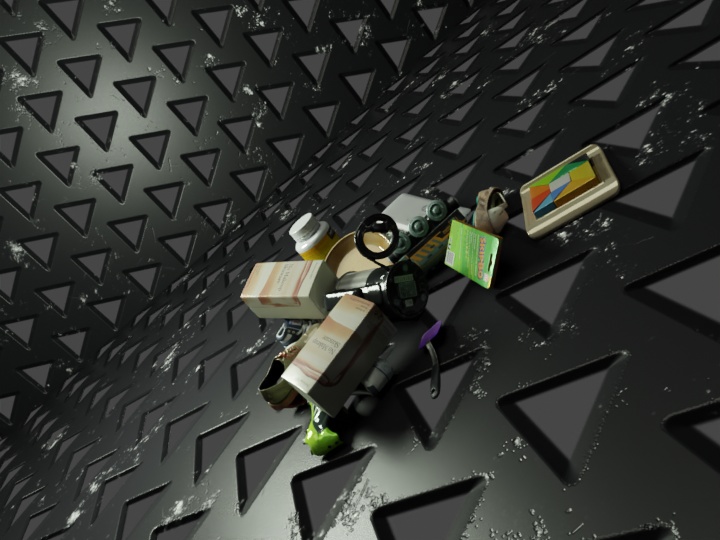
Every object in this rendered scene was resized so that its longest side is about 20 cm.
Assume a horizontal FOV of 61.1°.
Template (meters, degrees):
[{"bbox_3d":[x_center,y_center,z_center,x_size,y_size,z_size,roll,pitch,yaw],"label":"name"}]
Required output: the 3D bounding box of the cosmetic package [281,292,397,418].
[{"bbox_3d":[-0.038,0.151,1.117,0.103,0.087,0.201,15,63,51],"label":"cosmetic package"}]

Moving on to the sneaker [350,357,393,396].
[{"bbox_3d":[-0.022,0.200,1.179,0.071,0.073,0.199,-49,22,-28],"label":"sneaker"}]

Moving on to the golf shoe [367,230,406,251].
[{"bbox_3d":[0.097,-0.080,1.472,0.199,0.098,0.079,-21,27,39],"label":"golf shoe"}]

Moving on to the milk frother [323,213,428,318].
[{"bbox_3d":[0.021,0.001,1.285,0.187,0.179,0.203,-11,70,52],"label":"milk frother"}]

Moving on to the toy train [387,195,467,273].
[{"bbox_3d":[0.152,-0.068,1.331,0.200,0.114,0.085,-42,-9,8],"label":"toy train"}]

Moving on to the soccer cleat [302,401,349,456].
[{"bbox_3d":[-0.060,0.261,1.155,0.080,0.068,0.201,-24,32,15],"label":"soccer cleat"}]

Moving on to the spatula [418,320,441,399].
[{"bbox_3d":[0.128,0.155,1.074,0.057,0.020,0.201,-46,20,25],"label":"spatula"}]

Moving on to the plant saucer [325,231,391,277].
[{"bbox_3d":[0.000,0.000,1.472,0.198,0.035,0.203,-12,63,25],"label":"plant saucer"}]

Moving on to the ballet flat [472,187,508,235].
[{"bbox_3d":[0.276,-0.120,1.285,0.067,0.068,0.201,-21,30,26],"label":"ballet flat"}]

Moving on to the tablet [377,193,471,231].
[{"bbox_3d":[0.148,-0.131,1.450,0.198,0.014,0.130,19,50,34],"label":"tablet"}]

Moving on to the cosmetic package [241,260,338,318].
[{"bbox_3d":[-0.158,0.044,1.376,0.198,0.087,0.104,-3,51,32],"label":"cosmetic package"}]

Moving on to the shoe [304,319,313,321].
[{"bbox_3d":[-0.122,0.103,1.495,0.053,0.070,0.200,-47,-3,-14],"label":"shoe"}]

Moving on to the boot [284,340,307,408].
[{"bbox_3d":[-0.092,0.202,1.311,0.202,0.074,0.155,-29,31,25],"label":"boot"}]

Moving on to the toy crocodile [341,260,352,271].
[{"bbox_3d":[0.012,-0.025,1.556,0.061,0.068,0.201,-4,45,52],"label":"toy crocodile"}]

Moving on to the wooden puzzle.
[{"bbox_3d":[0.397,-0.162,1.190,0.184,0.037,0.201,-31,24,25],"label":"wooden puzzle"}]

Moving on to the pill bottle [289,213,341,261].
[{"bbox_3d":[-0.094,-0.051,1.600,0.109,0.200,0.110,-34,23,17],"label":"pill bottle"}]

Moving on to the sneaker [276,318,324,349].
[{"bbox_3d":[-0.104,0.130,1.402,0.199,0.109,0.070,-34,23,20],"label":"sneaker"}]

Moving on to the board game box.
[{"bbox_3d":[0.222,-0.035,1.195,0.200,0.030,0.097,-133,50,-70],"label":"board game box"}]

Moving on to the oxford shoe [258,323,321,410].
[{"bbox_3d":[-0.132,0.184,1.243,0.070,0.075,0.201,12,60,38],"label":"oxford shoe"}]
